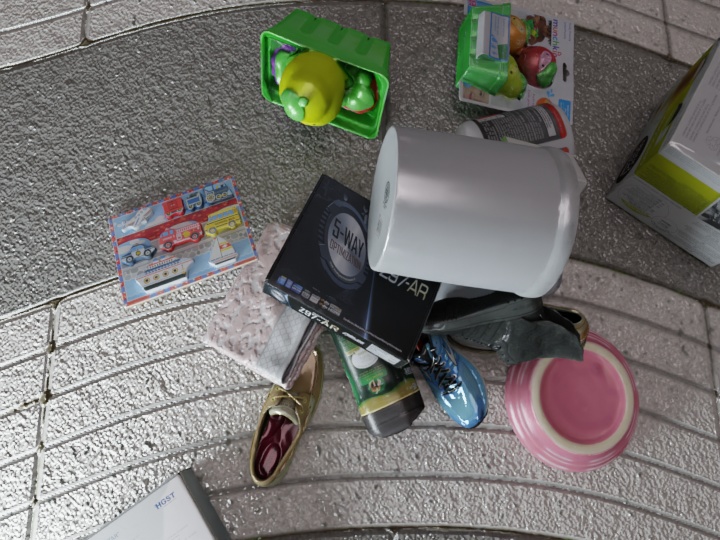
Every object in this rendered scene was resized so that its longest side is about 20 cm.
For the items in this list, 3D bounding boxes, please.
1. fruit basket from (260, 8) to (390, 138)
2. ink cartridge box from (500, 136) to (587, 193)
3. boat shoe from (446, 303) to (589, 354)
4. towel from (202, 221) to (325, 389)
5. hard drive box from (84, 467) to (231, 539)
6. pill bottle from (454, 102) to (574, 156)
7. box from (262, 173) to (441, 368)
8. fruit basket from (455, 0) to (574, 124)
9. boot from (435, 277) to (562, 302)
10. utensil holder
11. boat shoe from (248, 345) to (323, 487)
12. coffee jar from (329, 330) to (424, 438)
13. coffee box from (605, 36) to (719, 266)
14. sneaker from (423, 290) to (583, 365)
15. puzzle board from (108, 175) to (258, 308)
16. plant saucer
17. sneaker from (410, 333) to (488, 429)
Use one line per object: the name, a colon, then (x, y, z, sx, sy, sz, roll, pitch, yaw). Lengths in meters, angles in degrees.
fruit basket: (-0.059, -0.265, 0.855, 0.209, 0.157, 0.222, 4, 63, -7)
ink cartridge box: (0.212, -0.075, 0.829, 0.114, 0.203, 0.068, 9, 42, -17)
boat shoe: (0.214, 0.072, 0.817, 0.194, 0.069, 0.077, -2, 59, 15)
towel: (-0.113, 0.038, 0.799, 0.188, 0.032, 0.203, 18, 73, 41)
hard drive box: (-0.237, 0.386, 0.741, 0.154, 0.077, 0.203, -32, 81, -10)
pill bottle: (0.203, -0.171, 0.870, 0.194, 0.116, 0.119, -13, 78, -6)
box: (0.000, 0.000, 0.727, 0.197, 0.044, 0.163, 30, 68, -4)
fruit basket: (0.251, -0.336, 0.923, 0.194, 0.094, 0.191, 8, 77, -5)
boot: (0.180, 0.016, 0.812, 0.194, 0.095, 0.076, -1, 90, 25)
utensil holder: (0.117, -0.068, 0.665, 0.194, 0.170, 0.175, 8, 77, -9)
boat shoe: (-0.098, 0.194, 0.797, 0.072, 0.066, 0.205, 16, 77, 1)
coffee jar: (0.019, 0.120, 0.800, 0.083, 0.104, 0.205, -23, 80, 8)
coffee box: (0.516, -0.163, 0.843, 0.197, 0.198, 0.202, 33, 78, 7)
sneaker: (0.174, 0.081, 0.747, 0.195, 0.060, 0.106, -15, 113, 19)
puzzle board: (-0.259, -0.048, 0.848, 0.195, 0.018, 0.154, -20, 64, -6)
plant saucer: (0.305, 0.179, 0.831, 0.194, 0.051, 0.207, 1, 77, -2)
sneaker: (0.098, 0.127, 0.801, 0.078, 0.089, 0.203, -39, 74, 25)
